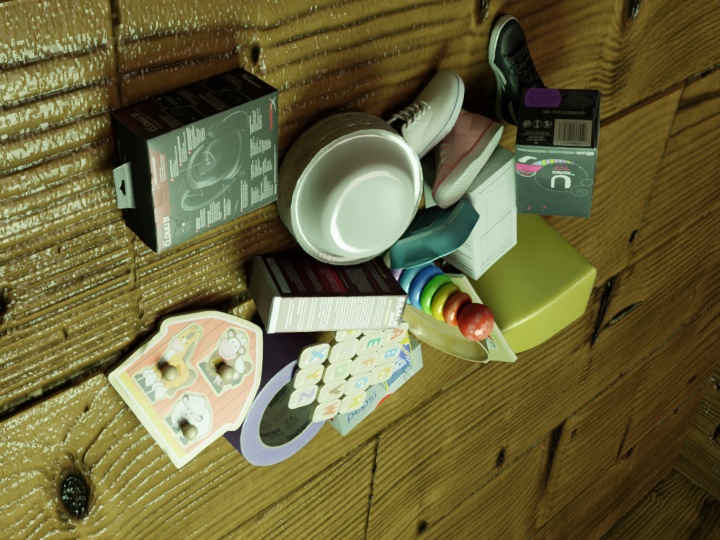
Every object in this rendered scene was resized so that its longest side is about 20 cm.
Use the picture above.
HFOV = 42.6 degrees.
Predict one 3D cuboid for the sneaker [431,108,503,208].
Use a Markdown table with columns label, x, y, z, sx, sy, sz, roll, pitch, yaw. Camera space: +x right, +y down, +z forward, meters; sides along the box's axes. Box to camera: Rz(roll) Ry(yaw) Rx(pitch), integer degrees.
| label | x | y | z | sx | sy | sz | roll | pitch | yaw |
| --- | --- | --- | --- | --- | --- | --- | --- | --- | --- |
| sneaker | 0.129 | -0.175 | 1.375 | 0.201 | 0.104 | 0.076 | -51 | 166 | -39 |

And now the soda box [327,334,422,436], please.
| label | x | y | z | sx | sy | sz | roll | pitch | yaw |
| --- | --- | --- | --- | --- | --- | --- | --- | --- | --- |
| soda box | 0.018 | 0.189 | 1.599 | 0.199 | 0.063 | 0.069 | -38 | 144 | -24 |

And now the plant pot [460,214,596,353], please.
| label | x | y | z | sx | sy | sz | roll | pitch | yaw |
| --- | --- | --- | --- | --- | --- | --- | --- | --- | --- |
| plant pot | 0.276 | 0.035 | 1.660 | 0.199 | 0.194 | 0.196 | -38 | 156 | -13 |

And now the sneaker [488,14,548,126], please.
| label | x | y | z | sx | sy | sz | roll | pitch | yaw |
| --- | --- | --- | --- | --- | --- | --- | --- | --- | --- |
| sneaker | 0.266 | -0.300 | 1.443 | 0.073 | 0.111 | 0.201 | -42 | 145 | -19 |

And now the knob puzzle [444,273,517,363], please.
| label | x | y | z | sx | sy | sz | roll | pitch | yaw |
| --- | --- | --- | --- | --- | --- | --- | --- | --- | --- |
| knob puzzle | 0.173 | 0.074 | 1.593 | 0.030 | 0.219 | 0.221 | -41 | 144 | -21 |

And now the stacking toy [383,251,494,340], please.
| label | x | y | z | sx | sy | sz | roll | pitch | yaw |
| --- | --- | --- | --- | --- | --- | --- | --- | --- | --- |
| stacking toy | 0.118 | 0.041 | 1.382 | 0.085 | 0.199 | 0.086 | -31 | 141 | -30 |

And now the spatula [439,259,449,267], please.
| label | x | y | z | sx | sy | sz | roll | pitch | yaw |
| --- | --- | --- | --- | --- | --- | --- | --- | --- | --- |
| spatula | 0.210 | -0.055 | 1.668 | 0.199 | 0.021 | 0.057 | -31 | 147 | -30 |

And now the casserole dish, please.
| label | x | y | z | sx | sy | sz | roll | pitch | yaw |
| --- | --- | --- | --- | --- | --- | --- | --- | --- | --- |
| casserole dish | 0.105 | -0.059 | 1.349 | 0.039 | 0.120 | 0.200 | 65 | 26 | -14 |

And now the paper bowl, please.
| label | x | y | z | sx | sy | sz | roll | pitch | yaw |
| --- | --- | --- | --- | --- | --- | --- | --- | --- | --- |
| paper bowl | -0.007 | -0.100 | 1.235 | 0.198 | 0.105 | 0.203 | -15 | 128 | -20 |

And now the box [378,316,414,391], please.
| label | x | y | z | sx | sy | sz | roll | pitch | yaw |
| --- | --- | --- | --- | --- | --- | --- | --- | --- | --- |
| box | 0.030 | 0.099 | 1.445 | 0.070 | 0.064 | 0.201 | -41 | 145 | -20 |

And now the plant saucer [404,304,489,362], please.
| label | x | y | z | sx | sy | sz | roll | pitch | yaw |
| --- | --- | --- | --- | --- | --- | --- | --- | --- | --- |
| plant saucer | 0.132 | 0.089 | 1.545 | 0.036 | 0.198 | 0.201 | -61 | 149 | -16 |

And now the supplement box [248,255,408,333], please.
| label | x | y | z | sx | sy | sz | roll | pitch | yaw |
| --- | --- | --- | --- | --- | --- | --- | --- | --- | --- |
| supplement box | -0.046 | 0.031 | 1.279 | 0.197 | 0.109 | 0.062 | 0 | 121 | -23 |

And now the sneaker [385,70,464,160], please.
| label | x | y | z | sx | sy | sz | roll | pitch | yaw |
| --- | --- | --- | --- | --- | --- | --- | --- | --- | --- |
| sneaker | 0.076 | -0.205 | 1.322 | 0.201 | 0.073 | 0.071 | -56 | 150 | 1 |

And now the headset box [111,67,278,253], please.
| label | x | y | z | sx | sy | sz | roll | pitch | yaw |
| --- | --- | --- | --- | --- | --- | --- | --- | --- | --- |
| headset box | -0.190 | -0.124 | 1.053 | 0.198 | 0.077 | 0.151 | -28 | 138 | -33 |

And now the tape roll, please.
| label | x | y | z | sx | sy | sz | roll | pitch | yaw |
| --- | --- | --- | --- | --- | --- | --- | --- | --- | --- |
| tape roll | -0.127 | 0.188 | 1.396 | 0.199 | 0.085 | 0.202 | -31 | 139 | -31 |

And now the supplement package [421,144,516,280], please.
| label | x | y | z | sx | sy | sz | roll | pitch | yaw |
| --- | --- | --- | --- | --- | --- | --- | --- | --- | --- |
| supplement package | 0.179 | -0.106 | 1.504 | 0.113 | 0.109 | 0.202 | -38 | 143 | -24 |

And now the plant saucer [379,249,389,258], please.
| label | x | y | z | sx | sy | sz | roll | pitch | yaw |
| --- | --- | --- | --- | --- | --- | --- | --- | --- | --- |
| plant saucer | 0.000 | 0.000 | 1.424 | 0.199 | 0.050 | 0.202 | -32 | 141 | -30 |

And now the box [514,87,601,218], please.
| label | x | y | z | sx | sy | sz | roll | pitch | yaw |
| --- | --- | --- | --- | --- | --- | --- | --- | --- | --- |
| box | 0.302 | -0.177 | 1.422 | 0.201 | 0.120 | 0.108 | 68 | 30 | -61 |

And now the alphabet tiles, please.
| label | x | y | z | sx | sy | sz | roll | pitch | yaw |
| --- | --- | --- | --- | --- | --- | --- | --- | --- | --- |
| alphabet tiles | -0.016 | 0.141 | 1.373 | 0.193 | 0.015 | 0.202 | -12 | 132 | -35 |

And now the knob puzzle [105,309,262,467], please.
| label | x | y | z | sx | sy | sz | roll | pitch | yaw |
| --- | --- | --- | --- | --- | --- | --- | --- | --- | --- |
| knob puzzle | -0.208 | 0.142 | 1.232 | 0.217 | 0.030 | 0.224 | -9 | 108 | -30 |
